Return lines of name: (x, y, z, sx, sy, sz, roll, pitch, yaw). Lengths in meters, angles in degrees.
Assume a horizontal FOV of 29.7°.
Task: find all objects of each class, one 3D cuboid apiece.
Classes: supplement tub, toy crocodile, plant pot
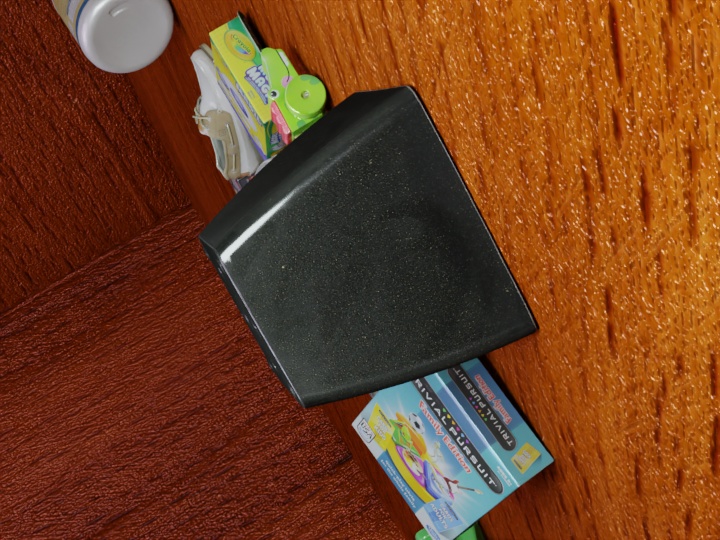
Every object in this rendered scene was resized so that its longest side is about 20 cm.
supplement tub: (-0.372, -0.398, 1.995, 0.200, 0.144, 0.145, 52, 169, 41)
toy crocodile: (-0.041, -0.114, 1.245, 0.201, 0.061, 0.068, 60, 172, 5)
plant pot: (-0.011, -0.006, 1.035, 0.201, 0.177, 0.199, 60, 173, -11)

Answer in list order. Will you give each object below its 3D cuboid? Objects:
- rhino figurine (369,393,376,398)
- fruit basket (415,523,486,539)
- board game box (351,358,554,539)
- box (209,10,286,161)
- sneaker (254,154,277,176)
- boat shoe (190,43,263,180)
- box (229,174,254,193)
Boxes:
rhino figurine: (0.038, 0.146, 1.698, 0.088, 0.059, 0.201, -109, -5, -73)
fruit basket: (0.118, 0.373, 1.913, 0.200, 0.093, 0.186, 55, 171, 53)
board game box: (0.078, 0.158, 1.254, 0.151, 0.047, 0.200, 53, 151, 12)
box: (-0.113, -0.195, 1.466, 0.118, 0.048, 0.200, 58, 171, 7)
sneaker: (-0.008, -0.047, 1.315, 0.200, 0.082, 0.075, 48, 133, -5)
boat shoe: (-0.185, -0.203, 1.800, 0.075, 0.068, 0.201, 49, 166, 53)
box: (-0.155, -0.086, 2.165, 0.201, 0.035, 0.110, 64, 171, -28)
